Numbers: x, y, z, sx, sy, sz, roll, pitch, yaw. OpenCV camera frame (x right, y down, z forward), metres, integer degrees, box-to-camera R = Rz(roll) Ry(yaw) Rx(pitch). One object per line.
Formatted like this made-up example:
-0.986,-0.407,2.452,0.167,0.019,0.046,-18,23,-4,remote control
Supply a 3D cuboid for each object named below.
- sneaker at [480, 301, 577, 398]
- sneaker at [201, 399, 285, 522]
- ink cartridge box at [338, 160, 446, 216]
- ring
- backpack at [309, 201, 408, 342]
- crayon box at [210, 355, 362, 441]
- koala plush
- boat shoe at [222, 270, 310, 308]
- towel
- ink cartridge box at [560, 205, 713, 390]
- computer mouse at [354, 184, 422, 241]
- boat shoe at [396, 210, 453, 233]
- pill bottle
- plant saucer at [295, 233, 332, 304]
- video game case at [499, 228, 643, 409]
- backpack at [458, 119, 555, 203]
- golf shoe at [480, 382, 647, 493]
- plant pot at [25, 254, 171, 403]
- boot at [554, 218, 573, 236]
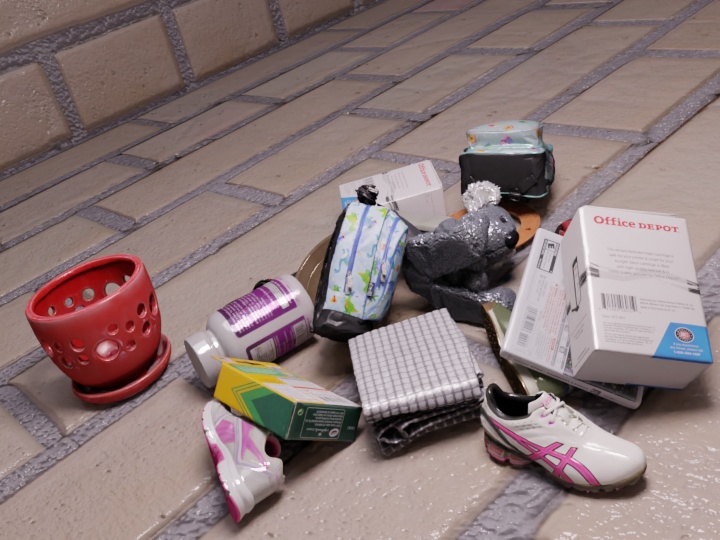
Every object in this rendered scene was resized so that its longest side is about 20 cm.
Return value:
0.233,0.106,1.031,0.088,0.068,0.202,-15,34,-2,sneaker
-0.151,0.235,0.994,0.086,0.083,0.200,-18,34,-15,sneaker
0.063,-0.134,1.516,0.195,0.088,0.147,-14,29,1,ink cartridge box
0.231,-0.072,1.393,0.195,0.020,0.202,-12,30,7,ring
0.000,0.000,1.150,0.149,0.206,0.163,-1,-12,7,backpack
-0.109,0.173,1.031,0.124,0.053,0.198,15,2,-45,crayon box
0.180,-0.039,1.209,0.181,0.180,0.200,-1,34,45,koala plush
-0.155,0.048,1.336,0.200,0.064,0.073,-34,31,-32,boat shoe
0.075,0.146,1.024,0.161,0.087,0.201,-15,27,-2,towel
0.335,0.031,0.941,0.142,0.085,0.204,6,58,-2,ink cartridge box
0.068,-0.069,1.291,0.052,0.202,0.138,-37,0,-2,computer mouse
0.095,-0.070,1.377,0.196,0.063,0.074,10,27,36,boat shoe
-0.173,0.098,1.200,0.197,0.115,0.112,-29,31,-24,pill bottle
-0.028,0.011,1.299,0.196,0.030,0.204,-18,48,21,plant saucer
0.290,0.056,0.986,0.178,0.024,0.203,20,59,7,video game case
0.283,-0.206,1.442,0.171,0.158,0.199,-1,4,23,backpack
0.223,0.187,0.863,0.196,0.094,0.072,9,35,35,golf shoe
-0.420,0.099,1.250,0.195,0.186,0.202,-12,29,6,plant pot
0.302,0.015,1.068,0.071,0.147,0.201,-6,30,16,boot
